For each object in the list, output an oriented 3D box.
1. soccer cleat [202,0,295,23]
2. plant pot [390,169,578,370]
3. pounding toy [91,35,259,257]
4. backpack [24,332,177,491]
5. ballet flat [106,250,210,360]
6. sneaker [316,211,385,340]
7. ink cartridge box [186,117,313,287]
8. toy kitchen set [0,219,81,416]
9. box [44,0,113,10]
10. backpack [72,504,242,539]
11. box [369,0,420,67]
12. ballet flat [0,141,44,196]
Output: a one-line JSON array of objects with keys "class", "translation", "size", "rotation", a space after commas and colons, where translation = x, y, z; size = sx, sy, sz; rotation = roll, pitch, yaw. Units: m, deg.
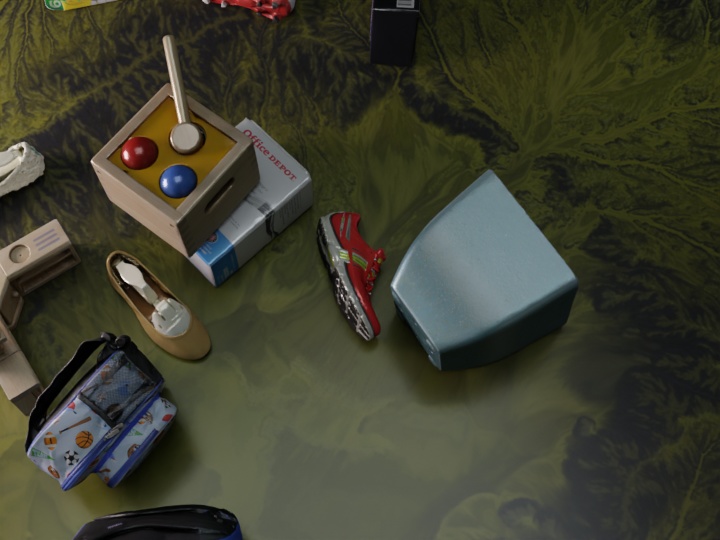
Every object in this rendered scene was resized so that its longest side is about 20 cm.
[{"class": "soccer cleat", "translation": [-0.197, -0.472, 1.636], "size": [0.198, 0.069, 0.086], "rotation": [20, 58, 4]}, {"class": "plant pot", "translation": [0.152, 0.024, 1.363], "size": [0.199, 0.197, 0.197], "rotation": [-33, 71, -6]}, {"class": "pounding toy", "translation": [-0.246, -0.169, 1.358], "size": [0.183, 0.143, 0.200], "rotation": [34, 70, 15]}, {"class": "backpack", "translation": [-0.332, 0.193, 1.285], "size": [0.190, 0.200, 0.154], "rotation": [-41, 86, -14]}, {"class": "ballet flat", "translation": [-0.290, 0.048, 1.404], "size": [0.200, 0.063, 0.069], "rotation": [41, 72, 15]}, {"class": "sneaker", "translation": [0.000, 0.000, 1.428], "size": [0.084, 0.077, 0.202], "rotation": [-14, 68, -13]}, {"class": "ink cartridge box", "translation": [-0.187, -0.100, 1.460], "size": [0.200, 0.084, 0.145], "rotation": [-42, 72, -17]}, {"class": "toy kitchen set", "translation": [-0.444, 0.048, 1.346], "size": [0.179, 0.164, 0.201], "rotation": [-32, 71, -14]}, {"class": "box", "translation": [-0.430, -0.501, 1.650], "size": [0.198, 0.048, 0.118], "rotation": [-14, 67, -6]}, {"class": "backpack", "translation": [-0.238, 0.372, 1.217], "size": [0.197, 0.163, 0.170], "rotation": [-7, 95, -5]}, {"class": "box", "translation": [0.058, -0.449, 1.587], "size": [0.078, 0.141, 0.202], "rotation": [3, 66, 3]}, {"class": "ballet flat", "translation": [-0.563, -0.130, 1.475], "size": [0.199, 0.072, 0.072], "rotation": [-35, 71, -14]}]
